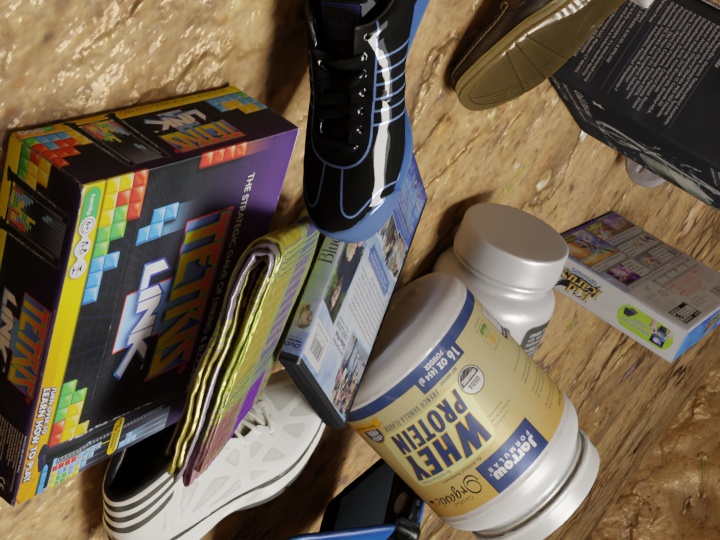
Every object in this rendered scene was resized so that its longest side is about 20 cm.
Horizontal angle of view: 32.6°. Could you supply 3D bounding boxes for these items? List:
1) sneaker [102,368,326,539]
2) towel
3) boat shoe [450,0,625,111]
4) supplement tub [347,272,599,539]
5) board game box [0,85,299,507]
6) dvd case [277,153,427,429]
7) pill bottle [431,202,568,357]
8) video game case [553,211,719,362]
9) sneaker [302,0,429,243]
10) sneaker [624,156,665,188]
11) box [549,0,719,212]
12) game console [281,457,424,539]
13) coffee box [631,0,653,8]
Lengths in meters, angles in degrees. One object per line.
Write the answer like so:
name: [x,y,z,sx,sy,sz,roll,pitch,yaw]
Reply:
sneaker: [-0.093,0.113,0.843,0.200,0.076,0.116,-38,153,-31]
towel: [-0.063,0.035,0.727,0.200,0.023,0.144,-54,165,-79]
boat shoe: [0.142,-0.201,0.914,0.200,0.065,0.073,-40,152,8]
supplement tub: [0.083,0.116,0.994,0.144,0.200,0.144,-41,-168,11]
board game box: [-0.127,0.010,0.671,0.165,0.057,0.200,-24,141,-51]
dvd case: [0.000,0.000,0.876,0.143,0.017,0.201,65,42,-63]
pill bottle: [0.105,0.048,1.102,0.114,0.114,0.200,-24,141,-51]
video game case: [0.313,0.012,1.378,0.200,0.181,0.046,-21,140,-54]
sneaker: [-0.006,-0.115,0.704,0.078,0.070,0.201,-2,103,-64]
sneaker: [0.371,-0.180,1.377,0.112,0.077,0.200,2,118,-63]
box: [0.290,-0.155,1.099,0.124,0.196,0.200,-58,156,2]
game console: [-0.039,0.222,1.083,0.200,0.118,0.171,-46,-159,45]
coffee box: [0.099,-0.286,0.548,0.198,0.200,0.200,-51,157,-14]
